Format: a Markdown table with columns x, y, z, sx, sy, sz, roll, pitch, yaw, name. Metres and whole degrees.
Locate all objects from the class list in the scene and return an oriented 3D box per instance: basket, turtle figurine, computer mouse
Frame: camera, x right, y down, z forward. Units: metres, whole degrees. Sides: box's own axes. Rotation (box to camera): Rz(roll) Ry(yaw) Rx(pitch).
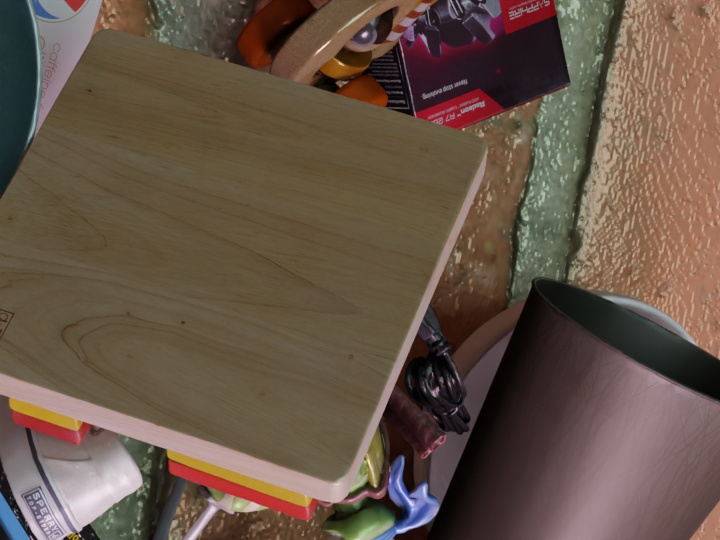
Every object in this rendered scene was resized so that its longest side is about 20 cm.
| x | y | z | sx | sy | sz | roll | pitch | yaw | name |
| --- | --- | --- | --- | --- | --- | --- | --- | --- | --- |
| 0.119 | 0.128 | 1.366 | 0.180 | 0.136 | 0.201 | 22 | 103 | -37 | basket |
| -0.071 | 0.071 | 1.238 | 0.144 | 0.199 | 0.195 | -27 | 104 | -66 | turtle figurine |
| 0.000 | 0.000 | 1.317 | 0.046 | 0.140 | 0.201 | -26 | 80 | -2 | computer mouse |

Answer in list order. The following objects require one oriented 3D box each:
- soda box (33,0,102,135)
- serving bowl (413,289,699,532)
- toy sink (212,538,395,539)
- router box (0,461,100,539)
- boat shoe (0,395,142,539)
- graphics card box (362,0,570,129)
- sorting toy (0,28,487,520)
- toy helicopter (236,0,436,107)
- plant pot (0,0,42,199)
| x | y | z | sx | sy | sz | roll | pitch | yaw | name |
| --- | --- | --- | --- | --- | --- | --- | --- | --- | --- |
| -0.181 | -0.120 | 1.226 | 0.068 | 0.064 | 0.201 | 22 | 81 | -37 | soda box |
| 0.116 | 0.099 | 1.465 | 0.199 | 0.066 | 0.201 | -8 | 112 | -21 | serving bowl |
| -0.069 | 0.231 | 1.322 | 0.200 | 0.112 | 0.131 | -30 | 112 | -27 | toy sink |
| -0.225 | 0.135 | 1.224 | 0.149 | 0.051 | 0.200 | -44 | 119 | -24 | router box |
| -0.137 | 0.050 | 1.188 | 0.086 | 0.202 | 0.075 | -24 | 119 | 0 | boat shoe |
| 0.046 | -0.184 | 1.405 | 0.125 | 0.051 | 0.201 | -22 | 107 | -33 | graphics card box |
| -0.067 | 0.006 | 1.117 | 0.070 | 0.199 | 0.199 | 91 | 20 | -54 | sorting toy |
| 0.033 | -0.160 | 1.302 | 0.200 | 0.132 | 0.079 | -35 | 79 | -26 | toy helicopter |
| -0.267 | -0.093 | 1.116 | 0.199 | 0.134 | 0.201 | -5 | 97 | -38 | plant pot |
